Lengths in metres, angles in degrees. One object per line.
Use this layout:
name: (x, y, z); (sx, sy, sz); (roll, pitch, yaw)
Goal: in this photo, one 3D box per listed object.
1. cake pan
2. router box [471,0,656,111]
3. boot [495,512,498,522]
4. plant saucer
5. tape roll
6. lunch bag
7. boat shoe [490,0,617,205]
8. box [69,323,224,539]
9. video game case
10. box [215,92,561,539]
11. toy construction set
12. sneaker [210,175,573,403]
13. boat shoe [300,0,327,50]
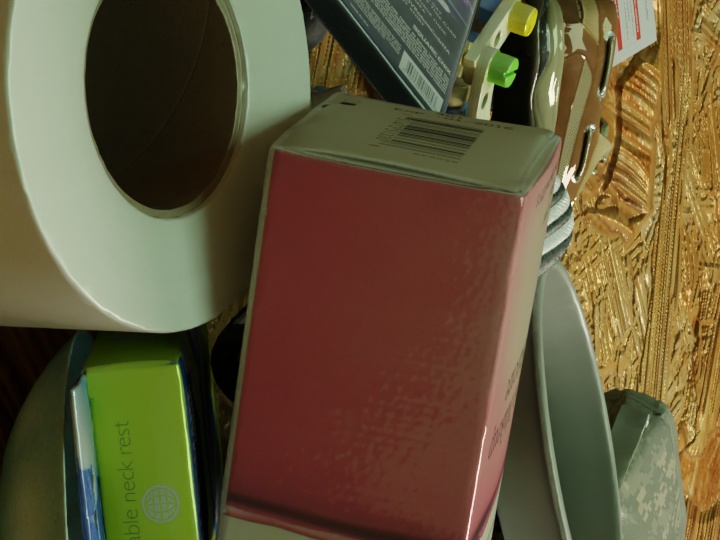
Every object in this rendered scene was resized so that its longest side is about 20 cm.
cake pan: (0.101, 0.093, 1.125); (0.200, 0.037, 0.201); (-10, 90, -76)
router box: (0.123, -0.221, 1.373); (0.179, 0.049, 0.201); (-32, 117, -53)
boot: (0.047, 0.069, 1.203); (0.168, 0.076, 0.201); (-5, 120, -56)
plant saucer: (-0.130, 0.128, 0.942); (0.201, 0.039, 0.202); (-6, 90, -88)
tape roll: (-0.132, -0.076, 0.889); (0.202, 0.139, 0.204); (-3, 93, -57)
lunch bag: (0.129, 0.183, 1.292); (0.200, 0.117, 0.164); (92, 21, -50)
boat shoe: (0.118, -0.077, 1.291); (0.074, 0.076, 0.201); (-7, 125, -21)
box: (-0.091, 0.082, 0.958); (0.200, 0.047, 0.122); (-94, 178, -79)
video game case: (0.011, -0.173, 1.114); (0.143, 0.019, 0.200); (50, 29, -22)
box: (0.013, 0.038, 0.919); (0.128, 0.109, 0.201); (-52, 152, -71)
toy construction set: (0.022, -0.077, 1.177); (0.200, 0.092, 0.131); (-24, 136, -47)
sneaker: (0.000, 0.000, 1.064); (0.200, 0.115, 0.075); (-27, 118, -18)
boat shoe: (-0.038, -0.139, 1.104); (0.200, 0.068, 0.057); (-36, 120, -54)
